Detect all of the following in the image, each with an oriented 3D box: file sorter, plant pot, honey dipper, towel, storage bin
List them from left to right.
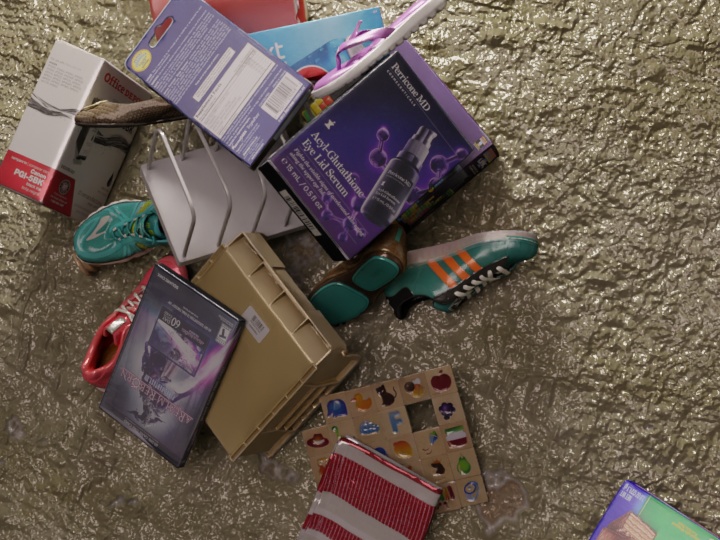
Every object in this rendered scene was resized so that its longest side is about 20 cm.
[{"bbox_3d":[-0.288,-0.064,1.788,0.199,0.038,0.038,-35,71,4],"label":"honey dipper"},{"bbox_3d":[-0.162,-0.335,1.727,0.175,0.201,0.203,-8,76,5],"label":"plant pot"},{"bbox_3d":[-0.147,-0.118,1.657,0.198,0.125,0.140,-18,70,-22],"label":"file sorter"},{"bbox_3d":[-0.129,0.090,1.644,0.199,0.093,0.201,-47,68,21],"label":"storage bin"},{"bbox_3d":[-0.001,0.313,1.599,0.143,0.023,0.202,26,101,20],"label":"towel"}]

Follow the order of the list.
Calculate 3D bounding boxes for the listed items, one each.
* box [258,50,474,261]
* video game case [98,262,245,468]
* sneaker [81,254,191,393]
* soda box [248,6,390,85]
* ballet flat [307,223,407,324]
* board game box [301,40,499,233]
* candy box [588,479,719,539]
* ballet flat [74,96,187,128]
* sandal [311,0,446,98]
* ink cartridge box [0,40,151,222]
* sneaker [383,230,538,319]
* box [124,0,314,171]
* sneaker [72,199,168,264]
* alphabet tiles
[{"bbox_3d":[0.005,-0.129,1.563,0.200,0.104,0.148,-42,97,-8],"label":"box"},{"bbox_3d":[-0.229,0.114,1.639,0.142,0.019,0.202,31,105,26],"label":"video game case"},{"bbox_3d":[-0.283,0.068,1.728,0.073,0.087,0.201,32,89,20],"label":"sneaker"},{"bbox_3d":[-0.067,-0.259,1.645,0.197,0.064,0.069,-13,88,-4],"label":"soda box"},{"bbox_3d":[0.000,0.000,1.636,0.067,0.200,0.073,29,55,-12],"label":"ballet flat"},{"bbox_3d":[0.048,-0.169,1.689,0.165,0.057,0.201,-40,70,7],"label":"board game box"},{"bbox_3d":[0.310,0.358,1.485,0.168,0.077,0.201,31,90,20],"label":"candy box"},{"bbox_3d":[-0.256,-0.203,1.678,0.197,0.067,0.047,-5,97,8],"label":"ballet flat"},{"bbox_3d":[0.012,-0.269,1.581,0.202,0.082,0.050,-40,101,-18],"label":"sandal"},{"bbox_3d":[-0.370,-0.175,1.774,0.082,0.147,0.202,22,87,20],"label":"ink cartridge box"},{"bbox_3d":[0.122,0.007,1.625,0.198,0.071,0.081,-14,75,23],"label":"sneaker"},{"bbox_3d":[-0.165,-0.225,1.587,0.199,0.032,0.122,38,92,9],"label":"box"},{"bbox_3d":[-0.273,-0.058,1.730,0.197,0.080,0.079,-15,94,2],"label":"sneaker"},{"bbox_3d":[0.035,0.214,1.609,0.198,0.008,0.169,-15,96,14],"label":"alphabet tiles"}]
